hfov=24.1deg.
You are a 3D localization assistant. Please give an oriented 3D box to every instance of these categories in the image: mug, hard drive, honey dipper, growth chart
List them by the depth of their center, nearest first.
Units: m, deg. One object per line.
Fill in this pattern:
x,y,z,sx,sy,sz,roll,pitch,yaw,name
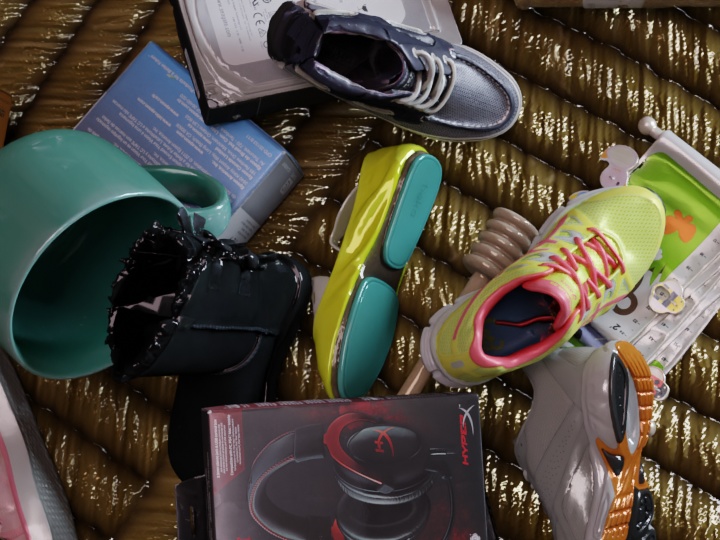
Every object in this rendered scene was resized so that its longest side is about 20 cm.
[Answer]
-0.196,-0.018,1.160,0.114,0.185,0.152,39,107,31,mug
0.058,0.046,1.189,0.038,0.038,0.200,31,78,16,honey dipper
0.198,-0.001,1.203,0.145,0.018,0.200,33,84,17,growth chart
-0.036,-0.193,1.247,0.200,0.038,0.140,-12,73,-15,hard drive

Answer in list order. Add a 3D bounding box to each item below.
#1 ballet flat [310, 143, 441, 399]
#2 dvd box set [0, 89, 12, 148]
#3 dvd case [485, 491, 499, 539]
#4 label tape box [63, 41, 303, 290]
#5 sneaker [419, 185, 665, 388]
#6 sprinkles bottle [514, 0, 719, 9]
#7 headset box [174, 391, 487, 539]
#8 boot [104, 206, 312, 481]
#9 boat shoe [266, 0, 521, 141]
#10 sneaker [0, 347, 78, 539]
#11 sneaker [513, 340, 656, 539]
0.000,0.000,1.223,0.067,0.067,0.200,11,75,35,ballet flat
-0.347,-0.043,1.294,0.146,0.029,0.201,1,76,27,dvd box set
0.000,0.210,1.186,0.200,0.025,0.151,-17,74,7,dvd case
-0.162,-0.048,1.260,0.143,0.066,0.200,40,89,17,label tape box
0.136,0.013,1.138,0.200,0.090,0.078,-40,95,-12,sneaker
0.212,-0.223,1.226,0.199,0.068,0.068,2,77,12,sprinkles bottle
-0.021,0.159,1.110,0.199,0.075,0.149,-2,87,-9,headset box
-0.115,0.062,1.156,0.073,0.162,0.199,24,96,27,boot
0.036,-0.131,1.180,0.200,0.093,0.075,14,101,-21,boat shoe
-0.278,0.156,1.226,0.104,0.075,0.201,-26,66,-1,sneaker
0.148,0.148,1.159,0.092,0.076,0.201,0,84,39,sneaker
